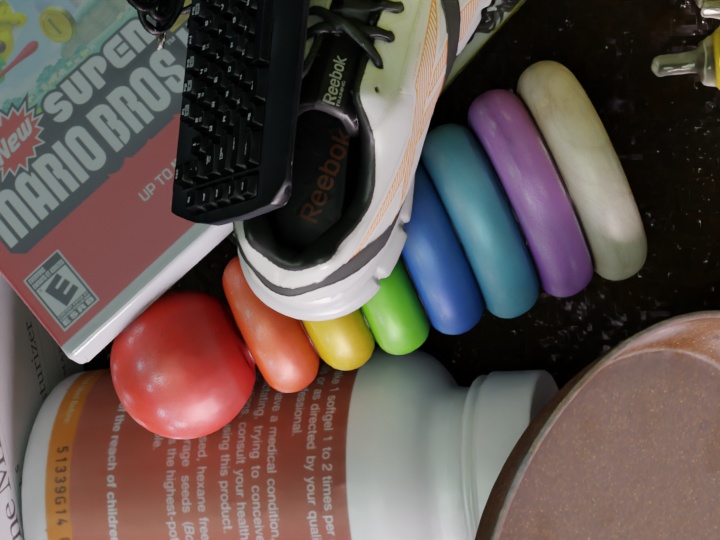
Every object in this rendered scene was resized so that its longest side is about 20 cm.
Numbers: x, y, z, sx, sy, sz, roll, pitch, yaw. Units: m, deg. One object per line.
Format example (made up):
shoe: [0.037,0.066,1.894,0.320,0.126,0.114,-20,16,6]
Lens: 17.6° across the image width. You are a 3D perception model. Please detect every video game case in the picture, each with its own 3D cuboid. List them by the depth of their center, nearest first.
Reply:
video game case: [-0.111,-0.086,0.859,0.143,0.017,0.200,-42,71,1]

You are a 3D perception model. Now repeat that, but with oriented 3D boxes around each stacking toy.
stacking toy: [0.000,0.000,0.852,0.199,0.085,0.086,-24,101,0]

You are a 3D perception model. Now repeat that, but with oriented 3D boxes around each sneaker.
sneaker: [0.004,-0.082,0.779,0.073,0.080,0.202,12,88,6]

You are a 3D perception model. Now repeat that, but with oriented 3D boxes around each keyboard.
keyboard: [-0.049,-0.113,0.761,0.039,0.104,0.202,11,77,-26]

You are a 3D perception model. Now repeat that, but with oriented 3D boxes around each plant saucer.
plant saucer: [0.106,0.111,0.856,0.034,0.199,0.202,15,116,48]

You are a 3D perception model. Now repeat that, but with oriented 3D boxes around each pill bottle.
pill bottle: [-0.021,0.088,0.903,0.198,0.112,0.113,-5,106,17]

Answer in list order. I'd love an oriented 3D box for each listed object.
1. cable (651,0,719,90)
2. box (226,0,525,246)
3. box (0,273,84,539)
cable: [0.204,-0.098,0.826,0.198,0.050,0.098,9,116,2]
box: [0.008,-0.094,0.870,0.075,0.050,0.200,42,114,0]
box: [-0.219,0.066,0.941,0.198,0.131,0.201,-5,107,17]
